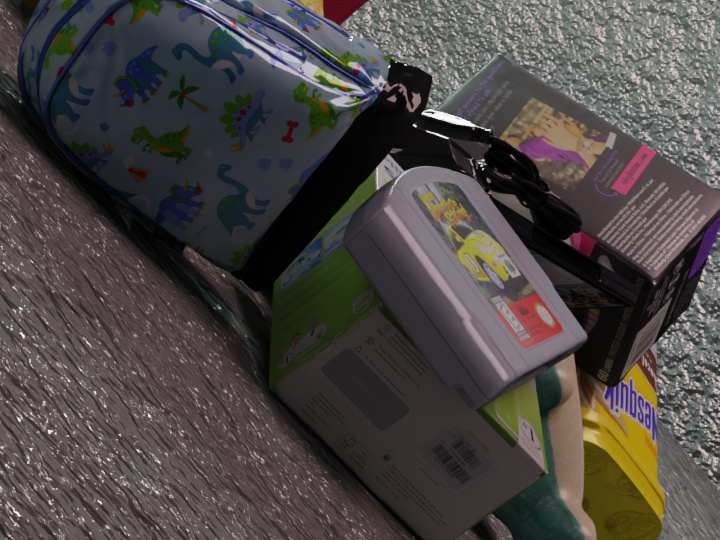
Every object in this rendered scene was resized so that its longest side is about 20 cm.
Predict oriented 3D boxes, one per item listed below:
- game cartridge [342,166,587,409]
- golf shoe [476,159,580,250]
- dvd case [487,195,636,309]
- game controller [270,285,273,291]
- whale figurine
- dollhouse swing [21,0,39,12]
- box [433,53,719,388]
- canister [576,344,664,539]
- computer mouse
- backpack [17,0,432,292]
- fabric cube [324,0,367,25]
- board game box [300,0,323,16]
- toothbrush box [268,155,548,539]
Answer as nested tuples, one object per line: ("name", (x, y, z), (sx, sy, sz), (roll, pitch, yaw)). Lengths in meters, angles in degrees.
("game cartridge", (0.058, 0.004, 1.475), (0.133, 0.041, 0.200), (50, 17, 7))
("golf shoe", (0.046, -0.036, 1.760), (0.199, 0.092, 0.076), (19, -49, 20))
("dvd case", (0.071, -0.008, 1.702), (0.200, 0.142, 0.018), (28, 64, -53))
("game controller", (-0.035, 0.000, 1.706), (0.104, 0.042, 0.200), (42, 10, -44))
("whale figurine", (0.084, 0.105, 1.682), (0.159, 0.103, 0.201), (123, -44, -57))
("dollhouse swing", (-0.108, -0.238, 1.740), (0.175, 0.182, 0.200), (18, 37, -2))
("box", (0.135, -0.035, 1.841), (0.200, 0.106, 0.122), (34, -39, 17))
("canister", (0.161, 0.083, 1.921), (0.149, 0.086, 0.201), (50, 33, -41))
("computer mouse", (0.033, -0.068, 1.657), (0.200, 0.046, 0.140), (25, -9, 27))
("backpack", (-0.089, -0.094, 1.439), (0.200, 0.163, 0.154), (41, 21, -4))
("fabric cube", (-0.103, -0.286, 2.245), (0.196, 0.199, 0.200), (47, 6, -21))
("board game box", (-0.076, -0.158, 1.651), (0.151, 0.046, 0.201), (39, 42, -53))
("toothbrush box", (0.025, 0.040, 1.522), (0.146, 0.086, 0.200), (46, 17, -21))
